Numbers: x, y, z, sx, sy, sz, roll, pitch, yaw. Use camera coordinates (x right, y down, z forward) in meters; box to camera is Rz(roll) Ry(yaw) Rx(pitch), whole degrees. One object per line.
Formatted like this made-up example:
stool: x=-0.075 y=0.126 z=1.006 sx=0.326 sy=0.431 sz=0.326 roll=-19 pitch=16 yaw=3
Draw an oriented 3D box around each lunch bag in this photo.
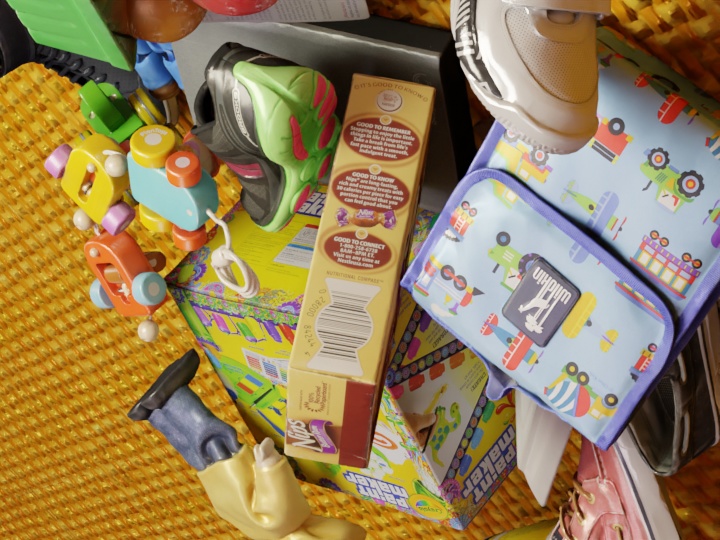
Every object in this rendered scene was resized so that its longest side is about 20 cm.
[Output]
lunch bag: x=0.123 y=-0.014 z=1.198 sx=0.150 sy=0.094 sz=0.201 roll=36 pitch=107 yaw=13

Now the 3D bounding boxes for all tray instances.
tray: x=0.120 y=0.064 z=1.404 sx=0.022 sy=0.108 sz=0.201 roll=3 pitch=151 yaw=-3

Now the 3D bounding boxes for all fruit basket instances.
fruit basket: x=-0.101 y=-0.180 z=1.239 sx=0.198 sy=0.095 sz=0.185 roll=-5 pitch=165 yaw=5

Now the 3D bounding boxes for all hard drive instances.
hard drive: x=-0.023 y=-0.111 z=1.396 sx=0.198 sy=0.033 sz=0.140 roll=15 pitch=142 yaw=24

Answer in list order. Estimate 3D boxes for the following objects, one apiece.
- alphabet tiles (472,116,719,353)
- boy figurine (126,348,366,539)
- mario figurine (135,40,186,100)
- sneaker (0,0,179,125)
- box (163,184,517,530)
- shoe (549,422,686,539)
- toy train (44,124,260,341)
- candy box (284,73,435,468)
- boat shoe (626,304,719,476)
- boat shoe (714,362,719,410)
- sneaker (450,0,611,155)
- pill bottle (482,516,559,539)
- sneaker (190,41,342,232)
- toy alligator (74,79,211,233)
alphabet tiles: x=0.155 y=-0.021 z=1.352 sx=0.201 sy=0.008 sz=0.167 roll=53 pitch=151 yaw=-15
boy figurine: x=-0.075 y=0.148 z=1.566 sx=0.200 sy=0.064 sz=0.124 roll=44 pitch=153 yaw=-3
mario figurine: x=-0.153 y=-0.210 z=1.452 sx=0.123 sy=0.107 sz=0.200 roll=-24 pitch=128 yaw=22
sneaker: x=-0.226 y=-0.143 z=1.538 sx=0.077 sy=0.146 sz=0.203 roll=-2 pitch=129 yaw=51
box: x=0.000 y=0.055 z=1.534 sx=0.199 sy=0.122 sz=0.194 roll=12 pitch=139 yaw=44
shoe: x=0.156 y=0.156 z=1.434 sx=0.072 sy=0.090 sz=0.202 roll=-64 pitch=-47 yaw=-76
toy train: x=-0.131 y=-0.033 z=1.454 sx=0.199 sy=0.056 sz=0.151 roll=-10 pitch=116 yaw=54
candy box: x=0.000 y=0.000 z=1.294 sx=0.056 sy=0.202 sz=0.117 roll=9 pitch=152 yaw=2
boat shoe: x=0.177 y=0.045 z=1.329 sx=0.072 sy=0.071 sz=0.201 roll=11 pitch=138 yaw=46
boat shoe: x=0.302 y=0.075 z=1.244 sx=0.199 sy=0.073 sz=0.072 roll=0 pitch=161 yaw=39
sneaker: x=0.096 y=-0.166 z=1.087 sx=0.115 sy=0.074 sz=0.202 roll=-36 pitch=60 yaw=56
pill bottle: x=0.154 y=0.233 z=1.585 sx=0.113 sy=0.113 sz=0.200 roll=47 pitch=152 yaw=-7
sneaker: x=-0.059 y=-0.088 z=1.340 sx=0.083 sy=0.077 sz=0.200 roll=34 pitch=162 yaw=10
toy alligator: x=-0.147 y=-0.075 z=1.538 sx=0.200 sy=0.059 sz=0.054 roll=51 pitch=180 yaw=-45
